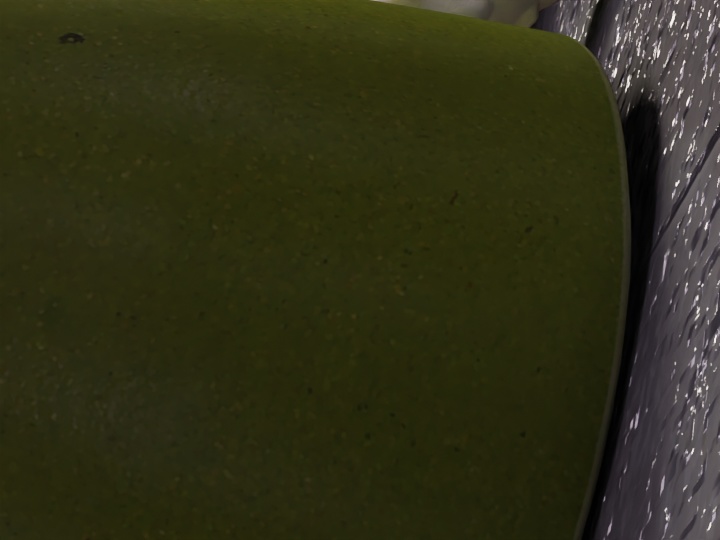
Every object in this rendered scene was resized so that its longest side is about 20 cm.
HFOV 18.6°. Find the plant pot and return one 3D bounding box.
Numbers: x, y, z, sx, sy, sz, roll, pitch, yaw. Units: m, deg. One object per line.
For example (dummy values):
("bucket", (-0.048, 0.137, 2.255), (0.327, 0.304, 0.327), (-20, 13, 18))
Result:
("plant pot", (-0.075, 0.012, 0.450), (0.187, 0.200, 0.187), (-164, 90, -74))

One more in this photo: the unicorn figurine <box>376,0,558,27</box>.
("unicorn figurine", (0.046, -0.121, 0.513), (0.200, 0.074, 0.137), (-62, -7, -3))
